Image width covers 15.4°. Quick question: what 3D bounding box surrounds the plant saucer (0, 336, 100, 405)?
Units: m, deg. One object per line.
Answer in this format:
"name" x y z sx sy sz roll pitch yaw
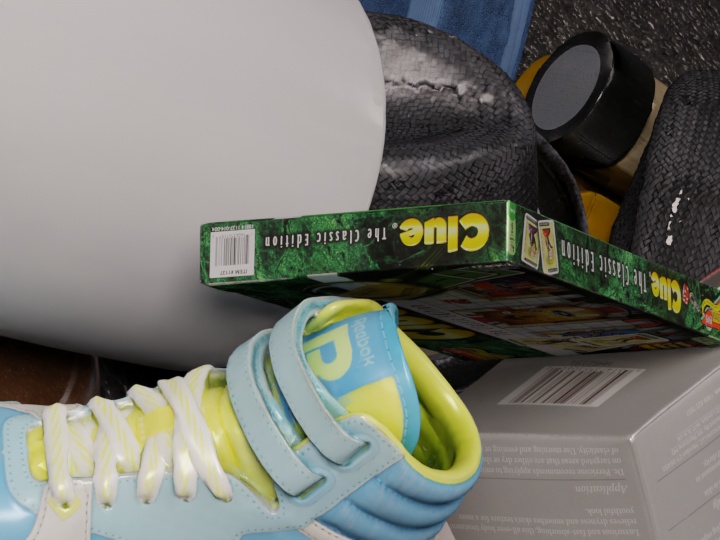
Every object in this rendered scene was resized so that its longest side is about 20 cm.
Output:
"plant saucer" -0.164 0.005 0.926 0.200 0.032 0.201 34 34 -27

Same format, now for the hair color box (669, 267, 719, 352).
"hair color box" 0.118 0.087 1.023 0.061 0.200 0.102 -28 76 -45

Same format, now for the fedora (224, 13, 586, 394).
"fedora" -0.005 -0.041 1.022 0.199 0.092 0.201 5 49 -6

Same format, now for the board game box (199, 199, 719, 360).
"board game box" 0.041 0.006 0.870 0.200 0.104 0.024 18 73 -62

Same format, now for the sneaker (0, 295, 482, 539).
"sneaker" -0.055 0.048 0.800 0.199 0.131 0.080 11 45 -27

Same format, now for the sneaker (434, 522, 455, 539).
"sneaker" -0.003 0.138 0.889 0.080 0.072 0.200 -2 48 -27

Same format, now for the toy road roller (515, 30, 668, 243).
"toy road roller" 0.090 -0.003 1.208 0.123 0.146 0.201 29 73 -30

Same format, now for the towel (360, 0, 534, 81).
"towel" 0.011 -0.137 1.236 0.048 0.112 0.200 19 7 41

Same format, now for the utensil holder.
"utensil holder" -0.114 -0.060 0.874 0.200 0.170 0.171 18 42 -46

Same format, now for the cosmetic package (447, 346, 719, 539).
"cosmetic package" 0.099 0.134 0.962 0.090 0.106 0.201 -33 115 -45

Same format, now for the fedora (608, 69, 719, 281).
"fedora" 0.152 -0.012 1.089 0.091 0.201 0.201 16 35 0
